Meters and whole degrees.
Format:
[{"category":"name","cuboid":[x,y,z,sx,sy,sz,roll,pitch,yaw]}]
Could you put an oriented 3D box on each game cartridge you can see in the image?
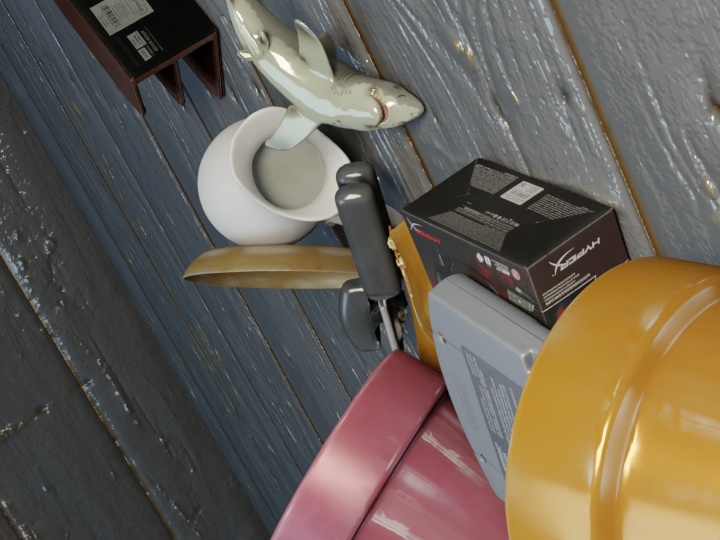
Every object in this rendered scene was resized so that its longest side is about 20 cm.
[{"category":"game cartridge","cuboid":[0.107,0.097,0.873,0.133,0.040,0.200,31,150,46]}]

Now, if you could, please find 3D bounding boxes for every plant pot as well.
[{"category":"plant pot","cuboid":[-0.064,-0.003,1.233,0.200,0.200,0.028,160,112,-74]},{"category":"plant pot","cuboid":[0.202,0.104,0.634,0.183,0.200,0.200,12,135,48]},{"category":"plant pot","cuboid":[0.051,0.189,1.027,0.179,0.200,0.200,30,159,7]}]

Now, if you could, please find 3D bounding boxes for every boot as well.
[{"category":"boot","cuboid":[0.067,0.026,1.096,0.201,0.071,0.144,107,140,-76]}]

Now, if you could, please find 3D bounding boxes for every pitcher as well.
[{"category":"pitcher","cuboid":[-0.056,-0.068,1.189,0.171,0.121,0.200,31,170,-13]}]

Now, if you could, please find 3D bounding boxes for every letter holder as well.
[{"category":"letter holder","cuboid":[-0.237,-0.253,1.378,0.200,0.100,0.142,52,165,18]}]

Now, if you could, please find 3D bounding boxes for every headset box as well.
[{"category":"headset box","cuboid":[0.125,0.039,0.906,0.149,0.075,0.200,31,149,55]}]

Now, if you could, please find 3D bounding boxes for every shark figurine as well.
[{"category":"shark figurine","cuboid":[-0.050,-0.183,1.013,0.128,0.090,0.215,-32,101,41]}]

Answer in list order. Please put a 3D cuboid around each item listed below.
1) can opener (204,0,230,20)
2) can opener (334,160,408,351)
[{"category":"can opener","cuboid":[-0.148,-0.298,1.114,0.200,0.066,0.053,57,168,-32]},{"category":"can opener","cuboid":[0.000,0.000,1.108,0.053,0.067,0.200,-88,-15,-46]}]
